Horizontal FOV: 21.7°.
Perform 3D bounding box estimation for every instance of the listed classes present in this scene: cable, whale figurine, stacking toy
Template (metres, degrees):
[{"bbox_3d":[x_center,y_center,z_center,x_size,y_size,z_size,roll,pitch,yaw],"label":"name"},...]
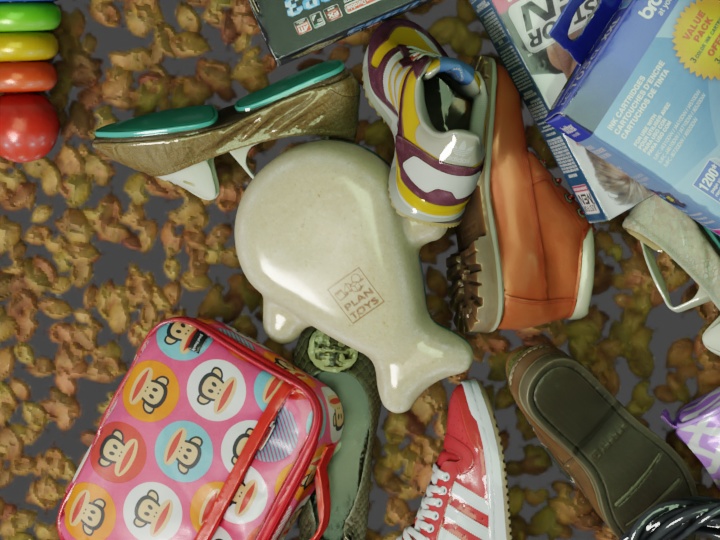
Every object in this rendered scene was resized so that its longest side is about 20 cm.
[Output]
[{"bbox_3d":[0.250,0.238,1.310,0.163,0.051,0.201,21,130,15],"label":"cable"},{"bbox_3d":[0.000,0.000,1.340,0.159,0.104,0.200,-37,92,14],"label":"whale figurine"},{"bbox_3d":[-0.248,-0.179,1.365,0.085,0.085,0.201,-2,98,2],"label":"stacking toy"}]

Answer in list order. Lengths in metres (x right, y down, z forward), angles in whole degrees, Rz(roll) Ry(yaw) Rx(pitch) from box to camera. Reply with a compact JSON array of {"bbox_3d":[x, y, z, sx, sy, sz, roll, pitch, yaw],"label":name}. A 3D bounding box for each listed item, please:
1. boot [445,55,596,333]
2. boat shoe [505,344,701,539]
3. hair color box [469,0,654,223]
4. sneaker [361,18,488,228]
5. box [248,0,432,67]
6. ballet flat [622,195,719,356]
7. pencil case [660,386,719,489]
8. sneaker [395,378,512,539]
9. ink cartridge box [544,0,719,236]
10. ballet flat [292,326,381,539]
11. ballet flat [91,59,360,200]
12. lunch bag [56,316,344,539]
[{"bbox_3d":[0.117,-0.055,1.360,0.107,0.075,0.201,-1,85,-18],"label":"boot"},{"bbox_3d":[0.177,0.128,1.354,0.072,0.068,0.200,-38,110,-6],"label":"boat shoe"},{"bbox_3d":[0.162,-0.144,1.316,0.100,0.061,0.201,-29,94,-6],"label":"hair color box"},{"bbox_3d":[0.053,-0.125,1.298,0.075,0.200,0.090,6,134,-19],"label":"sneaker"},{"bbox_3d":[-0.010,-0.278,1.363,0.199,0.050,0.199,-24,91,1],"label":"box"},{"bbox_3d":[0.257,0.024,1.333,0.062,0.067,0.200,-39,61,12],"label":"ballet flat"},{"bbox_3d":[0.301,0.171,1.345,0.085,0.084,0.201,-29,88,19],"label":"pencil case"},{"bbox_3d":[0.051,0.182,1.356,0.112,0.071,0.201,-5,93,-1],"label":"sneaker"},{"bbox_3d":[0.217,-0.120,1.252,0.200,0.076,0.137,33,89,-2],"label":"ink cartridge box"},{"bbox_3d":[-0.020,0.130,1.370,0.067,0.046,0.201,3,91,1],"label":"ballet flat"},{"bbox_3d":[-0.093,-0.094,1.369,0.199,0.068,0.073,-16,109,-2],"label":"ballet flat"},{"bbox_3d":[-0.104,0.149,1.340,0.176,0.082,0.201,29,95,15],"label":"lunch bag"}]
